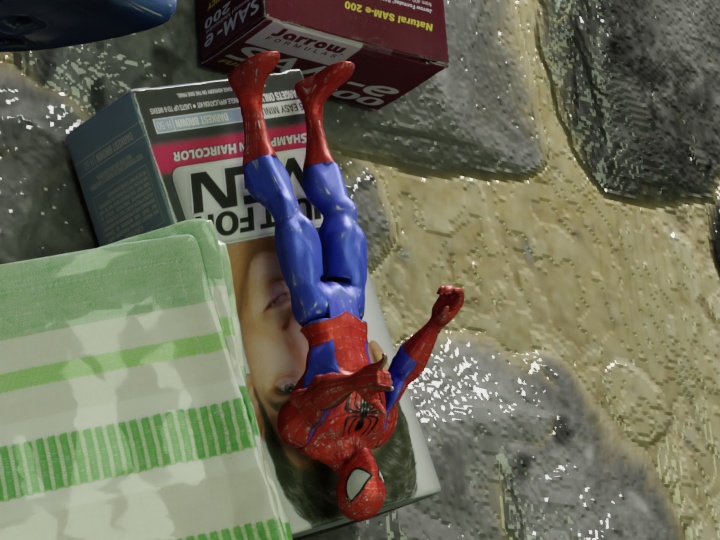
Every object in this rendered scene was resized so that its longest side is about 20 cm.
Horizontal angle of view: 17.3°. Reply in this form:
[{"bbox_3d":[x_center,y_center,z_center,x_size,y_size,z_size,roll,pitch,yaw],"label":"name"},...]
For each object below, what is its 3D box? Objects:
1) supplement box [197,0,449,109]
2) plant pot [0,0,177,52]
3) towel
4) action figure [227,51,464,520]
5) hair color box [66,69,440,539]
[{"bbox_3d":[-0.023,-0.188,1.140,0.109,0.061,0.201,12,64,-34],"label":"supplement box"},{"bbox_3d":[-0.199,-0.189,0.895,0.200,0.179,0.201,25,56,-54],"label":"plant pot"},{"bbox_3d":[-0.105,0.089,0.942,0.152,0.023,0.201,-12,81,-15],"label":"towel"},{"bbox_3d":[0.000,0.000,0.977,0.065,0.099,0.201,3,72,-37],"label":"action figure"},{"bbox_3d":[-0.047,0.019,1.033,0.099,0.061,0.201,-12,80,-41],"label":"hair color box"}]
